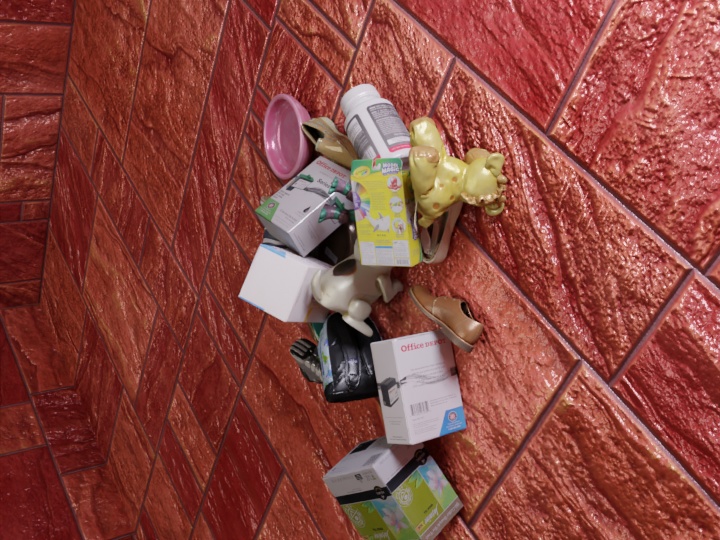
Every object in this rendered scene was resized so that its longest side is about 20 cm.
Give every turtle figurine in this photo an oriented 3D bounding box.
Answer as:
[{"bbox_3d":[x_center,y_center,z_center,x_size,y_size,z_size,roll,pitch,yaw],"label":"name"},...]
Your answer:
[{"bbox_3d":[0.026,-0.106,1.633,0.101,0.200,0.150,-78,9,-82],"label":"turtle figurine"}]

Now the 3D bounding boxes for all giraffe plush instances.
[{"bbox_3d":[0.174,-0.166,1.460,0.173,0.162,0.200,60,-153,-71],"label":"giraffe plush"}]

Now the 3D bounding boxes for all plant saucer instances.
[{"bbox_3d":[-0.168,-0.318,1.979,0.200,0.051,0.201,18,111,55],"label":"plant saucer"},{"bbox_3d":[-0.060,-0.072,1.905,0.200,0.029,0.200,15,109,51],"label":"plant saucer"}]

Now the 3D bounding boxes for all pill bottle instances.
[{"bbox_3d":[0.035,-0.272,1.662,0.111,0.111,0.200,-52,56,45],"label":"pill bottle"}]

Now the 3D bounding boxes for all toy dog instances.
[{"bbox_3d":[0.000,0.000,1.716,0.200,0.194,0.140,-54,31,3],"label":"toy dog"}]

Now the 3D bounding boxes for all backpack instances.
[{"bbox_3d":[-0.022,0.182,1.799,0.154,0.163,0.200,125,136,-63],"label":"backpack"}]

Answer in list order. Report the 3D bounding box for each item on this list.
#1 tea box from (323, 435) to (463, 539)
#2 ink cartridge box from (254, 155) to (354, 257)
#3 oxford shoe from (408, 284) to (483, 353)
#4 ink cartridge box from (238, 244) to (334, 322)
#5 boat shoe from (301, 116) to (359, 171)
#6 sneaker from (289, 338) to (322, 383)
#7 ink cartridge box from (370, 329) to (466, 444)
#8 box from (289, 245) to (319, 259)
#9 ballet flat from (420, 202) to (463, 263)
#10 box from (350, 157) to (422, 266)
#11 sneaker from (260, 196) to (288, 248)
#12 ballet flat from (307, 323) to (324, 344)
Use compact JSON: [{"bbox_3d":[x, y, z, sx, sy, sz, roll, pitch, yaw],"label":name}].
[{"bbox_3d":[0.064,0.452,1.697,0.197,0.134,0.200,55,142,-2],"label":"tea box"},{"bbox_3d":[-0.104,-0.142,1.797,0.146,0.200,0.084,32,159,45],"label":"ink cartridge box"},{"bbox_3d":[0.168,0.077,1.602,0.071,0.071,0.200,-55,47,8],"label":"oxford shoe"},{"bbox_3d":[-0.138,0.031,1.778,0.128,0.200,0.125,25,97,23],"label":"ink cartridge box"},{"bbox_3d":[-0.066,-0.272,1.832,0.200,0.076,0.072,44,130,40],"label":"boat shoe"},{"bbox_3d":[-0.078,0.246,1.974,0.200,0.075,0.116,36,154,26],"label":"sneaker"},{"bbox_3d":[0.113,0.225,1.621,0.084,0.145,0.200,-14,85,55],"label":"ink cartridge box"},{"bbox_3d":[-0.135,-0.078,1.947,0.200,0.036,0.143,-123,38,-60],"label":"box"},{"bbox_3d":[0.150,-0.103,1.575,0.069,0.069,0.200,34,123,46],"label":"ballet flat"},{"bbox_3d":[0.046,-0.110,1.538,0.117,0.048,0.200,2,108,33],"label":"box"},{"bbox_3d":[-0.209,-0.113,2.025,0.200,0.070,0.109,-128,45,-67],"label":"sneaker"},{"bbox_3d":[-0.114,0.092,1.994,0.072,0.068,0.200,126,124,-67],"label":"ballet flat"}]
